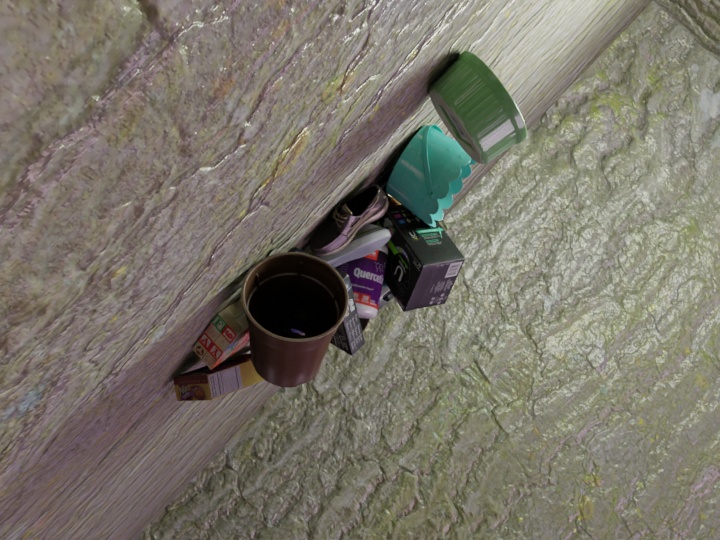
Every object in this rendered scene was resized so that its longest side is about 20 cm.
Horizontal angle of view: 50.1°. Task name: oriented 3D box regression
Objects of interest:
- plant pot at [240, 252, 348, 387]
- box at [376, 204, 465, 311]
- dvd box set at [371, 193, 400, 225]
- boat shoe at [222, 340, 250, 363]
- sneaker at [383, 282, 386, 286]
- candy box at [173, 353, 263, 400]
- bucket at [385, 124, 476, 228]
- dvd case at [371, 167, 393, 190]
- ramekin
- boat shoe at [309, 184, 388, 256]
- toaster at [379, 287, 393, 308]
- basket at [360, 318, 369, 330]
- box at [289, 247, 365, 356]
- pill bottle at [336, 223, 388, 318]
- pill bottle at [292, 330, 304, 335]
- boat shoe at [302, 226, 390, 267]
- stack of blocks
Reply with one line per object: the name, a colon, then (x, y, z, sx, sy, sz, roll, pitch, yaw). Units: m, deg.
plant pot: (-0.134, 0.107, 1.467, 0.200, 0.199, 0.200, -40, 158, -35)
box: (0.124, -0.035, 1.777, 0.122, 0.201, 0.150, -9, 138, -30)
dvd box set: (0.070, -0.094, 1.871, 0.146, 0.030, 0.199, -46, 146, 12)
boat shoe: (-0.254, 0.144, 1.685, 0.199, 0.072, 0.065, -32, 166, -43)
sneaker: (-0.007, 0.004, 1.827, 0.197, 0.080, 0.078, 0, 137, -39)
candy box: (-0.286, 0.225, 1.646, 0.115, 0.058, 0.198, -8, -178, 38)
bucket: (0.157, -0.212, 1.710, 0.209, 0.134, 0.207, -55, 172, -12)
dvd case: (0.000, -0.140, 1.768, 0.200, 0.025, 0.151, -44, 173, -15)
ramekin: (0.215, -0.299, 1.449, 0.097, 0.201, 0.200, -37, 174, 2)
boat shoe: (-0.031, -0.113, 1.610, 0.199, 0.074, 0.074, -40, 147, -10)
toaster: (0.007, 0.021, 2.136, 0.180, 0.201, 0.119, -37, 171, 4)
basket: (-0.064, 0.087, 1.888, 0.180, 0.137, 0.200, -39, -157, -10)
box: (-0.076, 0.065, 1.591, 0.043, 0.159, 0.202, -41, 138, -28)
pill bottle: (0.000, 0.000, 1.735, 0.113, 0.110, 0.204, 86, 14, -81)
pill bottle: (-0.136, 0.065, 1.766, 0.112, 0.112, 0.201, -39, 171, -41)
boat shoe: (-0.032, -0.056, 1.653, 0.197, 0.063, 0.072, -22, 162, -4)
stack of blocks: (-0.244, 0.109, 1.588, 0.115, 0.059, 0.200, -50, 172, 32)
